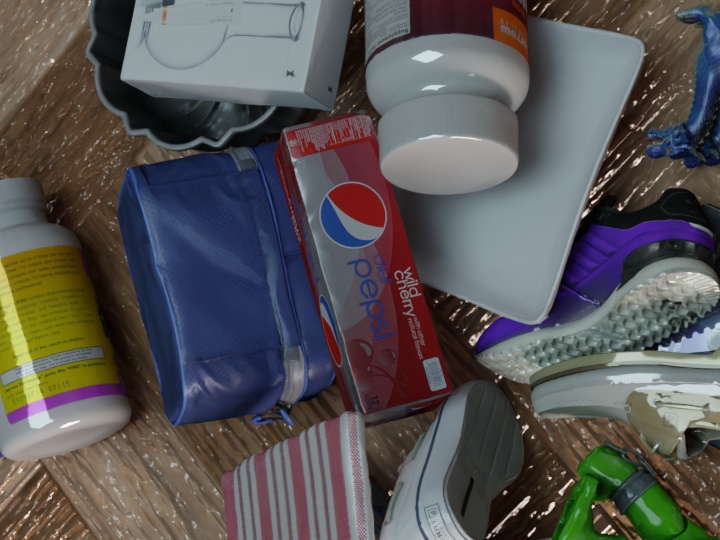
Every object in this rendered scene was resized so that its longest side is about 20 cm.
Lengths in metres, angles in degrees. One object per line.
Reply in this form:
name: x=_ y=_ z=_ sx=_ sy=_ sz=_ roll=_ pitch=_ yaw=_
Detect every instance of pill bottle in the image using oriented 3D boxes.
pill bottle: x=-0.248 y=0.035 z=1.704 sx=0.104 sy=0.104 sz=0.201 roll=-24 pitch=77 yaw=26
pill bottle: x=0.057 y=-0.159 z=1.493 sx=0.109 sy=0.109 sz=0.201 roll=-14 pitch=64 yaw=28

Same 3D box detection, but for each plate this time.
plate: x=0.091 y=-0.076 z=1.528 sx=0.199 sy=0.032 sz=0.201 roll=19 pitch=87 yaw=44

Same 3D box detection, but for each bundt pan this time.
bundt pan: x=-0.095 y=-0.174 z=1.631 sx=0.201 sy=0.076 sz=0.203 roll=-7 pitch=74 yaw=26

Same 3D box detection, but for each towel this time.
towel: x=-0.036 y=0.183 z=1.485 sx=0.200 sy=0.030 sz=0.147 roll=-31 pitch=62 yaw=57

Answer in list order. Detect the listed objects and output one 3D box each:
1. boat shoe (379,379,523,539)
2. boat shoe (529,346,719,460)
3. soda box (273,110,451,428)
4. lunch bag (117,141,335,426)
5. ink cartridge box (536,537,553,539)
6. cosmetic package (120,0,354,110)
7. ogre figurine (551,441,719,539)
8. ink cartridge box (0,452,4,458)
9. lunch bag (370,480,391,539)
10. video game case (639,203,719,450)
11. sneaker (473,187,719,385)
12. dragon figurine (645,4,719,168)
boat shoe: x=0.053 y=0.131 z=1.479 sx=0.067 sy=0.200 sz=0.074 roll=-26 pitch=99 yaw=22
boat shoe: x=0.201 y=0.087 z=1.445 sx=0.199 sy=0.075 sz=0.069 roll=-6 pitch=79 yaw=28
soda box: x=0.000 y=0.000 z=1.497 sx=0.063 sy=0.070 sz=0.201 roll=-14 pitch=80 yaw=-10
lunch bag: x=-0.083 y=0.015 z=1.581 sx=0.132 sy=0.136 sz=0.201 roll=-13 pitch=81 yaw=-13
ink cartridge box: x=0.098 y=0.280 z=1.476 sx=0.084 sy=0.146 sz=0.201 roll=-12 pitch=81 yaw=28
cosmetic package: x=-0.074 y=-0.217 z=1.559 sx=0.150 sy=0.052 sz=0.201 roll=6 pitch=81 yaw=26
ogre figurine: x=0.174 y=0.209 z=1.432 sx=0.120 sy=0.200 sz=0.098 roll=25 pitch=121 yaw=-3
ink cartridge box: x=-0.379 y=0.070 z=1.813 sx=0.199 sy=0.041 sz=0.201 roll=-16 pitch=80 yaw=28
lunch bag: x=-0.033 y=0.236 z=1.591 sx=0.160 sy=0.077 sz=0.200 roll=43 pitch=106 yaw=30
video game case: x=0.280 y=0.061 z=1.454 sx=0.200 sy=0.019 sz=0.143 roll=28 pitch=101 yaw=28
sneaker: x=0.158 y=0.006 z=1.502 sx=0.200 sy=0.069 sz=0.100 roll=-28 pitch=48 yaw=39
dragon figurine: x=0.266 y=-0.138 z=1.446 sx=0.200 sy=0.059 sz=0.100 roll=-28 pitch=75 yaw=26
